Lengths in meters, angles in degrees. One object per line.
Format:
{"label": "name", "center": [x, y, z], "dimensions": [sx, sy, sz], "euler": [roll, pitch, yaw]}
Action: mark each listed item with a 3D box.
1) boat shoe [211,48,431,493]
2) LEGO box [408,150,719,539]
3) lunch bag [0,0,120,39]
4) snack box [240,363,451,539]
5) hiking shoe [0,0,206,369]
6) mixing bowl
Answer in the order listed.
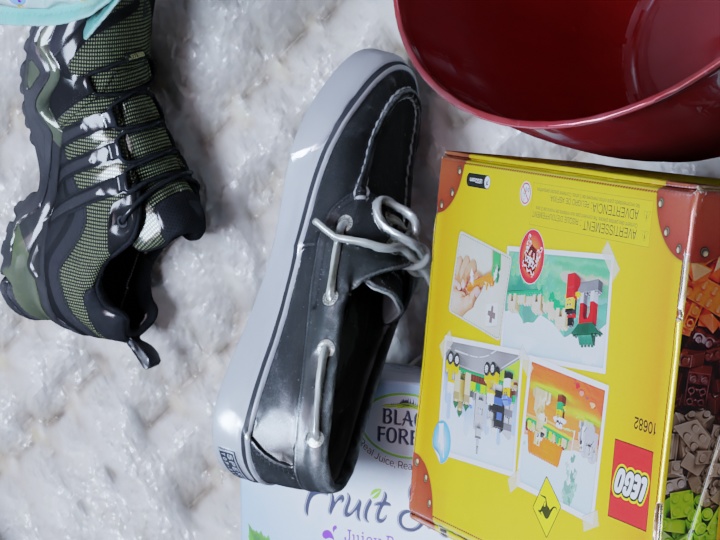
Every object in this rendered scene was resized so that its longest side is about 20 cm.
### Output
{"label": "boat shoe", "center": [-0.001, -0.001, 1.012], "dimensions": [0.068, 0.074, 0.200], "euler": [9, 68, 32]}
{"label": "LEGO box", "center": [0.096, 0.038, 0.851], "dimensions": [0.200, 0.077, 0.150], "euler": [-164, 78, -66]}
{"label": "lunch bag", "center": [-0.133, -0.198, 1.053], "dimensions": [0.199, 0.122, 0.171], "euler": [8, 56, 38]}
{"label": "snack box", "center": [0.036, 0.116, 1.036], "dimensions": [0.199, 0.053, 0.143], "euler": [3, 95, 37]}
{"label": "hiking shoe", "center": [-0.110, -0.056, 1.131], "dimensions": [0.100, 0.076, 0.201], "euler": [23, 118, 25]}
{"label": "mixing bowl", "center": [0.123, -0.116, 0.886], "dimensions": [0.200, 0.108, 0.201], "euler": [-21, 52, 29]}
